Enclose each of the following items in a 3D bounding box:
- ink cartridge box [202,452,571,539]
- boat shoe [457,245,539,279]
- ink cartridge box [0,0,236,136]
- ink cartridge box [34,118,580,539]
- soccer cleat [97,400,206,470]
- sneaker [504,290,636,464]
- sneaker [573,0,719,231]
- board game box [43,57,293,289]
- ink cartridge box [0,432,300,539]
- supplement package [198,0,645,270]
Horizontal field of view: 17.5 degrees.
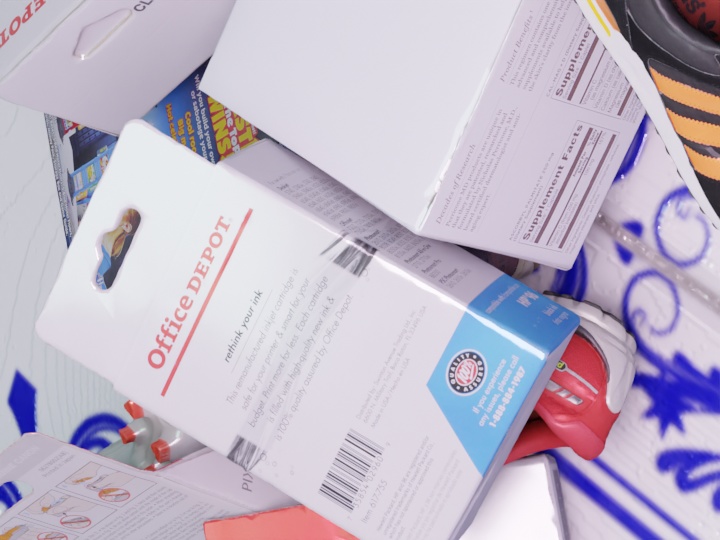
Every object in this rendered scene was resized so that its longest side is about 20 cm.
[{"bbox_3d":[0.021,0.198,1.081,0.176,0.045,0.200,-11,84,10],"label":"ink cartridge box"},{"bbox_3d":[0.000,0.000,1.131,0.200,0.065,0.072,-12,99,46],"label":"boat shoe"},{"bbox_3d":[-0.120,-0.190,1.157,0.144,0.084,0.200,-37,49,38],"label":"ink cartridge box"},{"bbox_3d":[-0.024,0.024,0.990,0.200,0.068,0.116,30,110,9],"label":"ink cartridge box"},{"bbox_3d":[-0.099,0.104,1.260,0.069,0.078,0.200,59,152,15],"label":"soccer cleat"},{"bbox_3d":[0.027,0.058,1.060,0.200,0.077,0.085,-7,53,33],"label":"sneaker"},{"bbox_3d":[0.154,-0.067,0.894,0.200,0.070,0.090,52,171,-8],"label":"sneaker"},{"bbox_3d":[-0.081,-0.085,1.217,0.200,0.062,0.200,-26,69,43],"label":"board game box"},{"bbox_3d":[-0.115,0.124,1.179,0.161,0.200,0.050,-36,39,43],"label":"ink cartridge box"},{"bbox_3d":[0.049,-0.128,1.012,0.156,0.111,0.200,35,105,40],"label":"supplement package"}]
